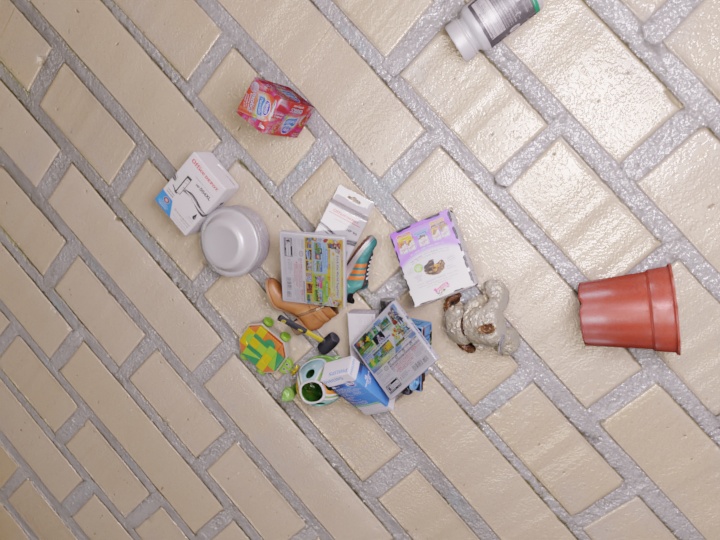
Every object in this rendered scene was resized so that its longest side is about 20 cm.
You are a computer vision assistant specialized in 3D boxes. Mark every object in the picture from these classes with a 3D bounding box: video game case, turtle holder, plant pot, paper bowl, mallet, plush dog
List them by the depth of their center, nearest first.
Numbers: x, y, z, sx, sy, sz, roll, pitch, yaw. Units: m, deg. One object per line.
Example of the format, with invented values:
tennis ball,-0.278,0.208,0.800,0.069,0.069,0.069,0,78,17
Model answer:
plant pot,0.606,0.092,1.212,0.193,0.200,0.203,-5,100,27
plush dog,0.287,0.138,1.352,0.171,0.160,0.202,-11,97,46
video game case,0.084,0.207,1.368,0.183,0.022,0.200,53,127,16
video game case,-0.125,-0.003,1.415,0.180,0.023,0.202,6,113,12
mallet,-0.141,0.168,1.485,0.066,0.041,0.200,-37,125,18
turtle holder,-0.132,0.317,1.516,0.183,0.132,0.143,9,105,15
paper bowl,-0.370,-0.082,1.524,0.198,0.104,0.203,4,103,18

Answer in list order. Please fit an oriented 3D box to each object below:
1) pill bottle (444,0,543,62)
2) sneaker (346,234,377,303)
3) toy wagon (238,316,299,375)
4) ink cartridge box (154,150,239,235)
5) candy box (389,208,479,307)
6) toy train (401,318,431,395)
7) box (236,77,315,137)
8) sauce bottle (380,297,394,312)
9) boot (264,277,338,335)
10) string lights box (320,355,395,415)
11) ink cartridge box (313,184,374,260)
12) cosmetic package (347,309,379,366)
pill bottle,0.298,-0.575,1.202,0.199,0.113,0.114,-33,90,21
sneaker,0.000,0.000,1.447,0.079,0.071,0.201,31,107,-6
toy wagon,-0.270,0.242,1.593,0.199,0.040,0.156,39,110,7
ink cartridge box,-0.471,-0.224,1.536,0.200,0.084,0.146,-43,87,21
candy box,0.187,-0.029,1.352,0.166,0.071,0.202,-21,81,20
toy train,0.138,0.228,1.419,0.086,0.114,0.203,8,106,36
box,-0.210,-0.408,1.352,0.095,0.200,0.100,40,110,8
sauce bottle,0.079,0.176,1.456,0.064,0.065,0.203,0,100,17
boot,-0.166,0.080,1.500,0.154,0.077,0.201,-28,97,26
string lights box,-0.003,0.317,1.449,0.102,0.059,0.200,-21,129,35
ink cartridge box,-0.055,-0.112,1.422,0.115,0.068,0.201,26,106,-4
cosmetic package,0.015,0.211,1.490,0.082,0.051,0.203,1,102,20
